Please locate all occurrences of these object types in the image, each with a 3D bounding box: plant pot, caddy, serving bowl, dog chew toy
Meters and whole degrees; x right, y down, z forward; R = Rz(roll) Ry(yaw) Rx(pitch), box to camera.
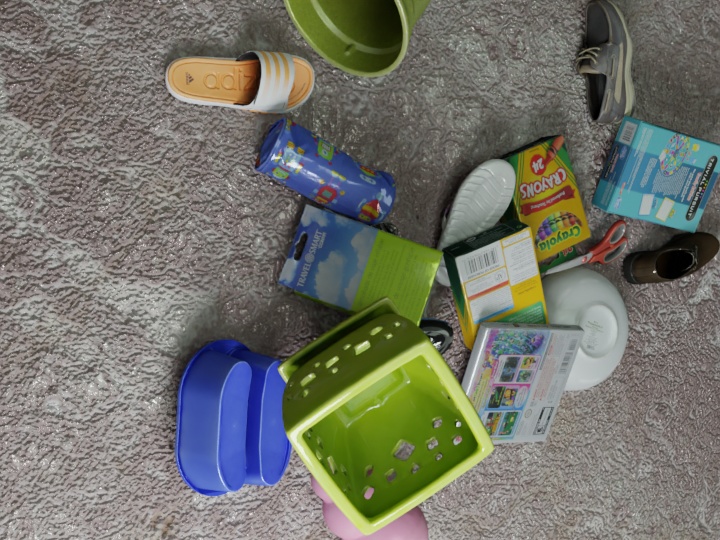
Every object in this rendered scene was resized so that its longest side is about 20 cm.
[{"bbox_3d":[0.018,0.163,1.107,0.199,0.182,0.200,-32,118,0],"label":"plant pot"},{"bbox_3d":[0.026,-0.395,1.190,0.201,0.200,0.185,50,60,-19],"label":"plant pot"},{"bbox_3d":[-0.166,0.190,1.146,0.141,0.104,0.202,6,87,-48],"label":"caddy"},{"bbox_3d":[0.355,0.095,1.424,0.198,0.066,0.202,-1,93,-26],"label":"serving bowl"},{"bbox_3d":[0.005,0.327,1.230,0.124,0.124,0.201,-39,99,-20],"label":"dog chew toy"}]

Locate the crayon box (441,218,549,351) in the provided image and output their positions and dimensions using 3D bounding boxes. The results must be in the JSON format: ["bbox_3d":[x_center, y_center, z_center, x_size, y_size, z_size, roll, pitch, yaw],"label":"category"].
[{"bbox_3d":[0.205,0.040,1.328,0.125,0.052,0.202,-22,114,-13],"label":"crayon box"}]

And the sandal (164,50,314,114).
[{"bbox_3d":[-0.148,-0.245,1.164,0.205,0.059,0.080,-6,95,-26],"label":"sandal"}]

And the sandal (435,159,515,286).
[{"bbox_3d":[0.157,-0.077,1.329,0.082,0.050,0.204,28,94,-23],"label":"sandal"}]

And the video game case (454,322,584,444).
[{"bbox_3d":[0.232,0.171,1.346,0.180,0.024,0.202,3,114,-26],"label":"video game case"}]

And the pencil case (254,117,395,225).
[{"bbox_3d":[-0.044,-0.133,1.209,0.199,0.078,0.087,25,51,-25],"label":"pencil case"}]

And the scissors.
[{"bbox_3d":[0.364,-0.016,1.431,0.199,0.014,0.074,-32,136,-27],"label":"scissors"}]

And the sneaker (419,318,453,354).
[{"bbox_3d":[0.044,0.123,1.248,0.198,0.083,0.071,-15,106,-17],"label":"sneaker"}]

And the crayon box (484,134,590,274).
[{"bbox_3d":[0.281,-0.095,1.389,0.126,0.051,0.202,-25,103,-24],"label":"crayon box"}]

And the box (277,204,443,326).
[{"bbox_3d":[0.000,0.000,1.221,0.198,0.048,0.123,20,81,0],"label":"box"}]

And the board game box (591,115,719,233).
[{"bbox_3d":[0.492,-0.155,1.470,0.198,0.047,0.152,10,107,-27],"label":"board game box"}]

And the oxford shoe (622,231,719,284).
[{"bbox_3d":[0.544,-0.017,1.505,0.199,0.084,0.073,-20,99,-26],"label":"oxford shoe"}]

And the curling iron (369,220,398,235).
[{"bbox_3d":[0.042,0.022,1.286,0.049,0.026,0.202,-12,97,-24],"label":"curling iron"}]

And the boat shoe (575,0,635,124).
[{"bbox_3d":[0.385,-0.330,1.422,0.073,0.074,0.202,-16,97,-25],"label":"boat shoe"}]
